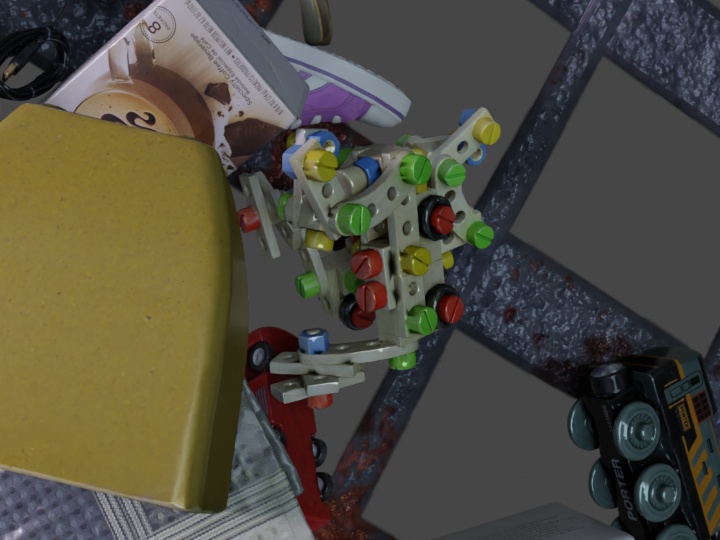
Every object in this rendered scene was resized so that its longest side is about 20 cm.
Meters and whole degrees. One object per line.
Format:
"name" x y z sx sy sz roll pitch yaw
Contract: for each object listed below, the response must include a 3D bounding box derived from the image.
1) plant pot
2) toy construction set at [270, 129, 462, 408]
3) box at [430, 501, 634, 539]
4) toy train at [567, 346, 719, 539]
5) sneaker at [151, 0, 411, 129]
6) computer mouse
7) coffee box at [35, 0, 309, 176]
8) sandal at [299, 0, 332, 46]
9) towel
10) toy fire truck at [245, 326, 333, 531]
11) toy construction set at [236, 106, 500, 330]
"plant pot" -0.155 0.021 0.794 0.192 0.196 0.202 13 80 1
"toy construction set" 0.000 0.000 0.903 0.131 0.092 0.202 -20 126 -42
"box" 0.109 0.304 1.033 0.198 0.131 0.201 -13 98 -18
"toy train" 0.243 0.158 1.100 0.113 0.085 0.202 -24 102 -26
"sneaker" -0.069 -0.113 0.981 0.199 0.073 0.115 17 95 -12
"computer mouse" -0.184 -0.184 0.902 0.059 0.034 0.201 52 47 -36
"coffee box" -0.146 -0.091 0.899 0.199 0.080 0.113 -37 106 18
"sandal" -0.069 -0.252 0.971 0.054 0.080 0.202 -16 104 4
"towel" -0.148 0.138 0.890 0.199 0.035 0.194 -26 86 -1
"toy fire truck" -0.087 0.155 0.971 0.049 0.141 0.201 21 48 -43
"toy construction set" 0.012 -0.037 0.996 0.198 0.092 0.132 -14 123 -10
